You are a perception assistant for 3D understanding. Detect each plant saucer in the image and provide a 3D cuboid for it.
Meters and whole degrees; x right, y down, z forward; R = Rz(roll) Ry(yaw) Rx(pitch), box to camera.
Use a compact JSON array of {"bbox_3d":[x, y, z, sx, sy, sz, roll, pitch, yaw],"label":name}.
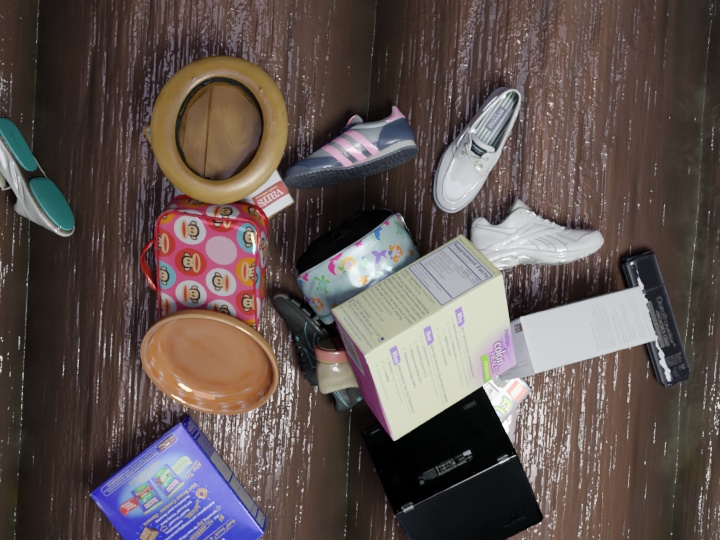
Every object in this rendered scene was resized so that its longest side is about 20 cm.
[{"bbox_3d":[-0.210,0.125,1.214,0.197,0.038,0.202,5,131,6],"label":"plant saucer"}]

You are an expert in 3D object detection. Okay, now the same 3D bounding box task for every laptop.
[{"bbox_3d":[0.129,0.289,1.213,0.185,0.116,0.202,-26,62,0],"label":"laptop"}]

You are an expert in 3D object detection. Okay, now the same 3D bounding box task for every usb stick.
[{"bbox_3d":[0.434,0.069,1.264,0.055,0.033,0.203,-18,92,-7],"label":"usb stick"}]

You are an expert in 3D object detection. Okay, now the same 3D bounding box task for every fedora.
[{"bbox_3d":[-0.191,-0.189,1.186,0.197,0.082,0.204,0,86,-3],"label":"fedora"}]

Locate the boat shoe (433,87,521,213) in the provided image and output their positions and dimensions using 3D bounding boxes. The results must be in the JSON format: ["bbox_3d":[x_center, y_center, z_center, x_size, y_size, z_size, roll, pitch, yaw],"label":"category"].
[{"bbox_3d":[0.165,-0.177,1.235,0.073,0.067,0.202,27,92,-1],"label":"boat shoe"}]

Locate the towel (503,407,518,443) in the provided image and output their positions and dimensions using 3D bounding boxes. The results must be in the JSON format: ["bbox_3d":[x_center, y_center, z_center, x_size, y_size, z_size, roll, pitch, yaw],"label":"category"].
[{"bbox_3d":[0.137,0.212,1.267,0.188,0.032,0.203,8,91,0],"label":"towel"}]

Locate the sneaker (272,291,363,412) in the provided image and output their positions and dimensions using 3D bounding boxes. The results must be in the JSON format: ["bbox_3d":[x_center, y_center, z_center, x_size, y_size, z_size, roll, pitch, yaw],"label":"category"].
[{"bbox_3d":[-0.065,0.118,1.241,0.079,0.075,0.200,-43,91,3],"label":"sneaker"}]

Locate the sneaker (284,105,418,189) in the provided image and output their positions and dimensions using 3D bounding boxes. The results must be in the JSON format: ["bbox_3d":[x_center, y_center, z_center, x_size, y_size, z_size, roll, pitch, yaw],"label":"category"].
[{"bbox_3d":[-0.020,-0.176,1.243,0.197,0.070,0.083,-15,75,-3],"label":"sneaker"}]

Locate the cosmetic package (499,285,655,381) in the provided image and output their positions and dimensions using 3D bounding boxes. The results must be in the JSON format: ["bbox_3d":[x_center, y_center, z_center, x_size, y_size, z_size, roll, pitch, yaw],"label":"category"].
[{"bbox_3d":[0.290,0.088,1.193,0.197,0.113,0.082,-14,82,-17],"label":"cosmetic package"}]

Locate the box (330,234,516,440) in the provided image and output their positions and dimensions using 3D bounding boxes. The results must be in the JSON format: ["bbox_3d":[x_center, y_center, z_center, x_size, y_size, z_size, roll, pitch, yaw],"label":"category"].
[{"bbox_3d":[0.085,0.086,1.100,0.198,0.097,0.177,-29,134,-11],"label":"box"}]

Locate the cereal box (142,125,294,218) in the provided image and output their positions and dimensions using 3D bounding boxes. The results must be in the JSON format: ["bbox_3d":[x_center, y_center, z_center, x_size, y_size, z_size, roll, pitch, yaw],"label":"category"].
[{"bbox_3d":[-0.204,-0.150,1.247,0.143,0.040,0.202,-30,92,1],"label":"cereal box"}]

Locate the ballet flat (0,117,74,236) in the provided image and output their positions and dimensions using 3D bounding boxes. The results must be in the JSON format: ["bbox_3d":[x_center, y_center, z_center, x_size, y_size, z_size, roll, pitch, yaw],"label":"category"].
[{"bbox_3d":[-0.484,-0.123,1.241,0.069,0.069,0.201,-33,88,1],"label":"ballet flat"}]

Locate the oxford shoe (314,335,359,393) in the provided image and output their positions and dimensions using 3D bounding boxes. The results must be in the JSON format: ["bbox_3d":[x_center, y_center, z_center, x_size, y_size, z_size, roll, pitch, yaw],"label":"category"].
[{"bbox_3d":[0.026,0.129,1.206,0.197,0.070,0.076,-3,105,-22],"label":"oxford shoe"}]

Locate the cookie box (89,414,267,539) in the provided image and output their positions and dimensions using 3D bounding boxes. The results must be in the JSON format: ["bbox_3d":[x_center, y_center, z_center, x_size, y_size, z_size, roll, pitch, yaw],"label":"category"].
[{"bbox_3d":[-0.260,0.344,1.247,0.170,0.075,0.201,-37,92,1],"label":"cookie box"}]

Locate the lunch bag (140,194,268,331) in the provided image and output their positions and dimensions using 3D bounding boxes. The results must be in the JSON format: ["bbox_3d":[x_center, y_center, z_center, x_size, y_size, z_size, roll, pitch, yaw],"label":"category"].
[{"bbox_3d":[-0.220,-0.001,1.203,0.173,0.082,0.203,7,117,0],"label":"lunch bag"}]

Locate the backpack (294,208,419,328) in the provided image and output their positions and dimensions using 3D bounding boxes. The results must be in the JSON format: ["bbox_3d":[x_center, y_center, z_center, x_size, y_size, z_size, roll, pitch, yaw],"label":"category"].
[{"bbox_3d":[0.000,0.000,1.174,0.176,0.200,0.152,-31,92,0],"label":"backpack"}]

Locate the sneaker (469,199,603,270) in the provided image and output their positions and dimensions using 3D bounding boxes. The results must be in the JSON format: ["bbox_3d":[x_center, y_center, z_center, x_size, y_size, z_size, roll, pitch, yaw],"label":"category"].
[{"bbox_3d":[0.250,-0.055,1.238,0.197,0.078,0.101,-5,89,-1],"label":"sneaker"}]

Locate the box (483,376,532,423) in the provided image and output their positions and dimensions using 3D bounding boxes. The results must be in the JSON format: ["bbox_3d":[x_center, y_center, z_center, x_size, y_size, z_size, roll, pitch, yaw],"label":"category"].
[{"bbox_3d":[0.140,0.206,1.234,0.110,0.035,0.200,42,91,0],"label":"box"}]
